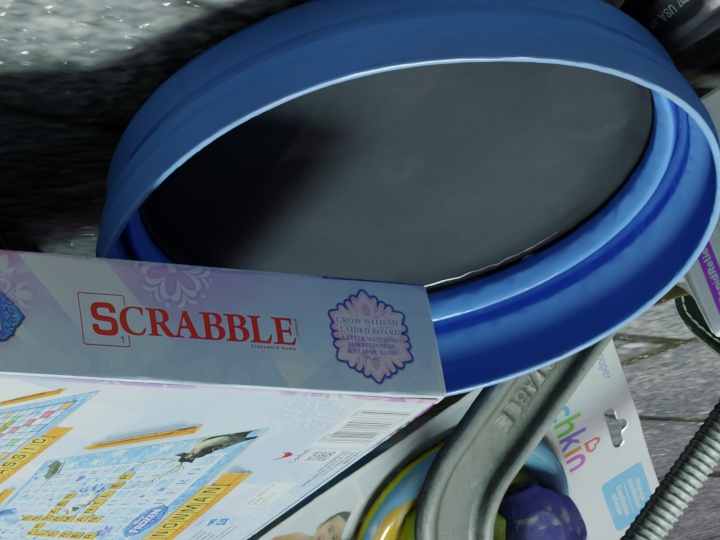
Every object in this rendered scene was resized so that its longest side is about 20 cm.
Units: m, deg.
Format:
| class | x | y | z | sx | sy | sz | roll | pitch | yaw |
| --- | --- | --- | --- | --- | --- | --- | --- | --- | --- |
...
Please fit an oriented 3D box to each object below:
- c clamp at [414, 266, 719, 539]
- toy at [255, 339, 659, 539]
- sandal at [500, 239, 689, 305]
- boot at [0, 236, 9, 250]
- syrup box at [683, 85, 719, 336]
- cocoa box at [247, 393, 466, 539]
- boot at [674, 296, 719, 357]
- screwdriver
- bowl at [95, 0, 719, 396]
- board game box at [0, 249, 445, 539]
| class | x | y | z | sx | sy | sz | roll | pitch | yaw |
| --- | --- | --- | --- | --- | --- | --- | --- | --- | --- |
| c clamp | 0.110 | 0.061 | 1.039 | 0.200 | 0.027 | 0.171 | -49 | 130 | -11 |
| toy | 0.030 | 0.115 | 1.055 | 0.200 | 0.047 | 0.115 | -31 | 134 | -10 |
| sandal | 0.104 | -0.031 | 1.055 | 0.055 | 0.082 | 0.200 | 26 | -162 | 39 |
| boot | -0.184 | 0.027 | 0.968 | 0.144 | 0.073 | 0.200 | -11 | 168 | 3 |
| syrup box | 0.196 | -0.054 | 0.952 | 0.079 | 0.082 | 0.200 | 0 | 155 | -47 |
| cocoa box | -0.053 | 0.091 | 1.125 | 0.200 | 0.131 | 0.134 | -11 | 126 | -14 |
| boot | 0.209 | 0.038 | 1.234 | 0.203 | 0.074 | 0.154 | 27 | -170 | 24 |
| screwdriver | 0.125 | -0.108 | 0.830 | 0.028 | 0.029 | 0.200 | -8 | 162 | -25 |
| bowl | 0.014 | -0.022 | 0.909 | 0.200 | 0.039 | 0.201 | -9 | 149 | -6 |
| board game box | -0.110 | 0.054 | 0.892 | 0.199 | 0.041 | 0.200 | 5 | 153 | -32 |
